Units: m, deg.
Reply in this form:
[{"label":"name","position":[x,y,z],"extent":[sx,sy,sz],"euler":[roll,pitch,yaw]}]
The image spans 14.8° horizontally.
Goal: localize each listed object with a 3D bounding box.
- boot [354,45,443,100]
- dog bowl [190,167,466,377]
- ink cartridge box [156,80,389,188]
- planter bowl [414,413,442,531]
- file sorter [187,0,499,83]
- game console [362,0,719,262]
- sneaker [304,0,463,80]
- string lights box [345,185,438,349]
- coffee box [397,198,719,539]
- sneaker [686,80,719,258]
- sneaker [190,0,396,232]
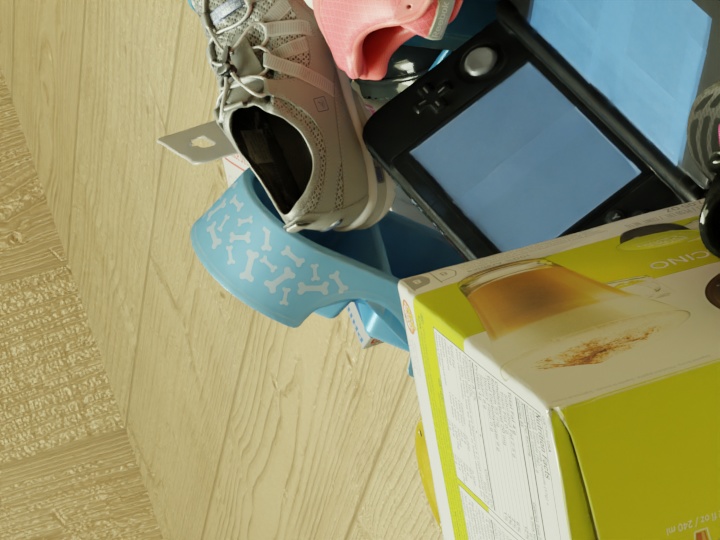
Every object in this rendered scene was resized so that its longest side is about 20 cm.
[{"label":"boot","position":[0.010,-0.205,1.801],"extent":[0.200,0.076,0.169],"euler":[-139,33,-73]},{"label":"dog bowl","position":[0.000,0.000,1.612],"extent":[0.050,0.199,0.112],"euler":[-58,22,22]},{"label":"ink cartridge box","position":[-0.022,-0.075,1.816],"extent":[0.115,0.199,0.068],"euler":[-148,43,-69]},{"label":"planter bowl","position":[0.090,0.132,1.853],"extent":[0.200,0.083,0.202],"euler":[163,90,-75]},{"label":"file sorter","position":[-0.015,-0.166,1.677],"extent":[0.123,0.138,0.200],"euler":[-52,55,29]},{"label":"game console","position":[0.095,-0.097,1.455],"extent":[0.200,0.172,0.119],"euler":[49,174,42]},{"label":"sneaker","position":[0.044,-0.171,1.478],"extent":[0.200,0.073,0.087],"euler":[-40,58,44]},{"label":"string lights box","position":[0.053,-0.014,1.793],"extent":[0.200,0.102,0.059],"euler":[121,128,-72]},{"label":"coffee box","position":[0.155,0.098,1.329],"extent":[0.198,0.199,0.201],"euler":[-141,38,-65]},{"label":"sneaker","position":[0.187,-0.042,1.283],"extent":[0.200,0.087,0.074],"euler":[-135,32,-63]},{"label":"sneaker","position":[-0.051,-0.112,1.554],"extent":[0.075,0.082,0.201],"euler":[-36,79,37]}]
